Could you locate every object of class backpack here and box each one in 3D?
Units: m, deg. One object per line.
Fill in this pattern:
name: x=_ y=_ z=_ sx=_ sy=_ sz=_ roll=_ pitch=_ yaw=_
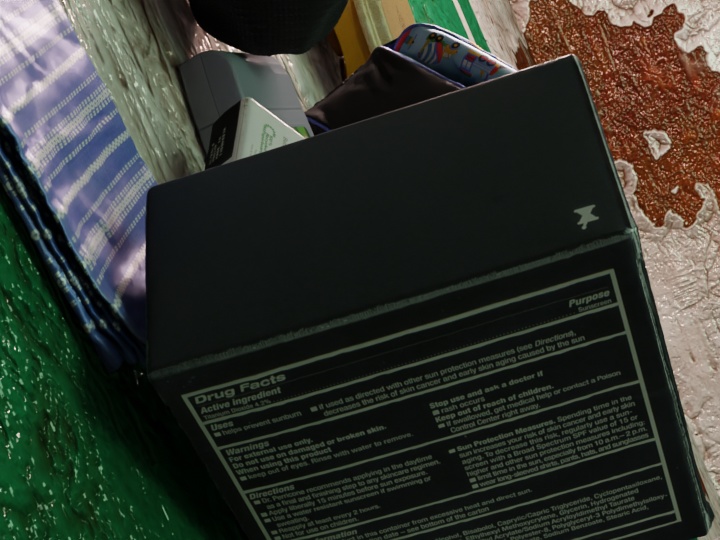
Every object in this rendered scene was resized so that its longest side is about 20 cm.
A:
backpack: x=0.066 y=-0.038 z=1.062 sx=0.182 sy=0.135 sz=0.201 roll=32 pitch=-21 yaw=39

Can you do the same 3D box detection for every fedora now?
fedora: x=-0.053 y=-0.188 z=0.947 sx=0.201 sy=0.199 sz=0.092 roll=-90 pitch=-177 yaw=-58

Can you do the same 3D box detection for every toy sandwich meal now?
toy sandwich meal: x=0.000 y=-0.195 z=1.290 sx=0.205 sy=0.070 sz=0.207 roll=-18 pitch=90 yaw=-78

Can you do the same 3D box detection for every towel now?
towel: x=-0.128 y=-0.066 z=0.680 sx=0.201 sy=0.024 sz=0.145 roll=64 pitch=13 yaw=-16

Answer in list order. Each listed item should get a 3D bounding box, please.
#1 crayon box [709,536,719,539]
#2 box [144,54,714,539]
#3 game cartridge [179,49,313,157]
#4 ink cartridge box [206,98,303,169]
crayon box: x=0.258 y=0.303 z=1.196 sx=0.174 sy=0.199 sz=0.058 roll=65 pitch=14 yaw=-11
box: x=0.033 y=0.039 z=0.698 sx=0.124 sy=0.198 sz=0.199 roll=-99 pitch=170 yaw=-46
game cartridge: x=-0.042 y=-0.035 z=0.936 sx=0.201 sy=0.040 sz=0.133 roll=67 pitch=17 yaw=-1
ink cartridge box: x=0.000 y=0.000 z=0.846 sx=0.199 sy=0.037 sz=0.095 roll=33 pitch=40 yaw=-26
